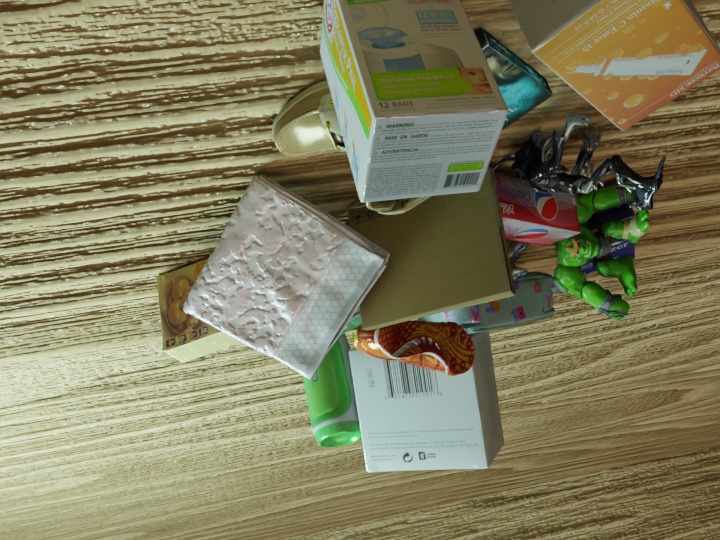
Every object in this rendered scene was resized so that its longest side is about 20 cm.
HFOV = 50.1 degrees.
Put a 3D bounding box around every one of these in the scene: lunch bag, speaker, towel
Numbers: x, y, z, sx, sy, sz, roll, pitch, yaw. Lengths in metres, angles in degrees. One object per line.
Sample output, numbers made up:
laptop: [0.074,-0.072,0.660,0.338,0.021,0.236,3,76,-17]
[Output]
lunch bag: [0.191,0.049,1.194,0.200,0.077,0.160,-8,-179,-25]
speaker: [-0.050,0.180,1.254,0.088,0.200,0.088,-10,151,-6]
towel: [-0.093,0.013,0.944,0.191,0.032,0.200,31,106,-6]

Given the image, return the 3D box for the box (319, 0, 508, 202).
box: [0.036,-0.171,0.674,0.112,0.200,0.101,-6,146,-12]

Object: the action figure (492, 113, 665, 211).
action figure: [0.268,-0.137,0.946,0.200,0.102,0.119,17,-167,22]

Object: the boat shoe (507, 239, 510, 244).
boat shoe: [0.127,-0.015,1.137,0.200,0.072,0.060,-18,113,32]

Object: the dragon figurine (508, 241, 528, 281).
dragon figurine: [0.129,0.002,1.048,0.200,0.059,0.099,-20,144,18]

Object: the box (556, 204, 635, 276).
box: [0.372,-0.047,1.223,0.121,0.032,0.200,-20,150,10]

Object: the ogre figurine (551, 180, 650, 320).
ogre figurine: [0.343,-0.032,1.119,0.120,0.098,0.200,4,118,0]

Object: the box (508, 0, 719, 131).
box: [0.252,-0.241,0.755,0.124,0.098,0.200,-34,146,31]

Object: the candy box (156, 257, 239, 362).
candy box: [-0.169,0.035,1.033,0.200,0.116,0.055,-20,152,10]

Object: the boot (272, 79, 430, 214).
boot: [-0.002,-0.122,0.773,0.200,0.156,0.073,-14,142,17]

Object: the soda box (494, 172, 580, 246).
soda box: [0.202,-0.082,1.034,0.200,0.063,0.070,7,162,-34]

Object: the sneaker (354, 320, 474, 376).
sneaker: [0.079,0.097,1.048,0.200,0.073,0.077,20,167,-37]

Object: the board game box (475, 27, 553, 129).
board game box: [0.099,-0.175,0.874,0.200,0.028,0.135,-34,147,31]

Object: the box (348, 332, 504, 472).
box: [0.106,0.199,1.203,0.199,0.200,0.131,-8,-178,23]

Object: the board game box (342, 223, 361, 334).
board game box: [0.000,0.000,1.029,0.200,0.135,0.029,-29,151,24]

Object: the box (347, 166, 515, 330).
box: [0.081,-0.025,0.946,0.200,0.164,0.021,-16,160,27]
